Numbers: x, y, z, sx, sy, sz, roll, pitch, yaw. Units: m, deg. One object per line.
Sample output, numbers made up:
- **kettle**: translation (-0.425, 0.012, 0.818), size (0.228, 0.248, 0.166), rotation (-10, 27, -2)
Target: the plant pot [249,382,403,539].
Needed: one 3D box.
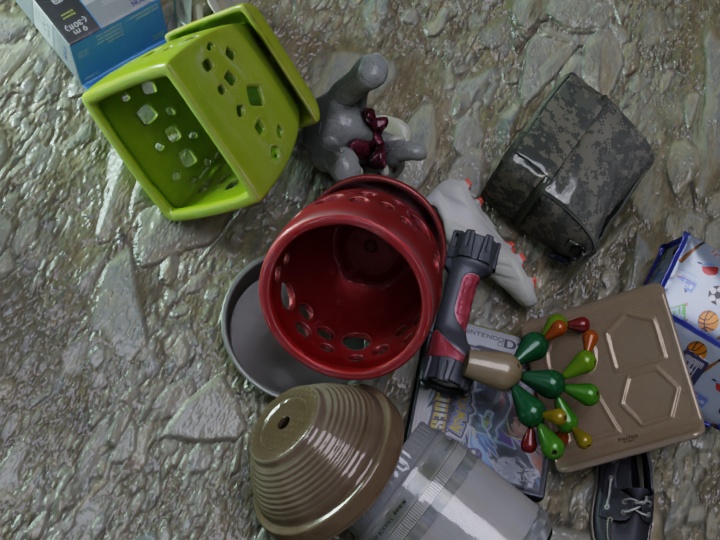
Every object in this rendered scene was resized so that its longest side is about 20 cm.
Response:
- **plant pot**: translation (-0.057, 0.194, 1.422), size (0.093, 0.200, 0.202), rotation (45, 59, -29)

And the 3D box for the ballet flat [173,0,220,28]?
- **ballet flat**: translation (-0.209, -0.301, 1.690), size (0.063, 0.067, 0.202), rotation (-20, 62, 24)

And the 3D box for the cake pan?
- **cake pan**: translation (-0.073, 0.071, 1.573), size (0.198, 0.037, 0.202), rotation (5, 65, -10)

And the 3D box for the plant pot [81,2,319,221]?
- **plant pot**: translation (-0.181, -0.200, 1.558), size (0.182, 0.198, 0.201), rotation (-51, 118, -33)

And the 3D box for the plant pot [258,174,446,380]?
- **plant pot**: translation (0.000, 0.000, 1.477), size (0.199, 0.202, 0.183), rotation (27, 24, 1)

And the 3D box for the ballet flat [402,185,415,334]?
- **ballet flat**: translation (0.063, -0.004, 1.622), size (0.072, 0.067, 0.202), rotation (22, 63, -48)

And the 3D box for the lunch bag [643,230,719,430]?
- **lunch bag**: translation (0.430, 0.080, 1.639), size (0.169, 0.124, 0.201), rotation (30, 78, 2)

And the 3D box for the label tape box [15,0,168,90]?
- **label tape box**: translation (-0.341, -0.334, 1.683), size (0.143, 0.066, 0.200), rotation (-34, 75, -24)

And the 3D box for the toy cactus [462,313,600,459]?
- **toy cactus**: translation (0.201, 0.128, 1.518), size (0.163, 0.102, 0.202), rotation (14, 62, -5)

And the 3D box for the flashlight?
- **flashlight**: translation (0.127, 0.052, 1.571), size (0.068, 0.068, 0.202), rotation (35, 64, -39)

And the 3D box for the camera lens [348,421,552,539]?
- **camera lens**: translation (0.103, 0.288, 1.445), size (0.199, 0.160, 0.160), rotation (38, 64, 6)

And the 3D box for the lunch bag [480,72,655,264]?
- **lunch bag**: translation (0.276, -0.127, 1.684), size (0.167, 0.140, 0.200), rotation (36, 64, 6)

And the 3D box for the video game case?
- **video game case**: translation (0.152, 0.166, 1.587), size (0.179, 0.026, 0.202), rotation (15, 64, -6)

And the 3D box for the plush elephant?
- **plush elephant**: translation (0.009, -0.158, 1.640), size (0.154, 0.199, 0.166), rotation (19, 75, -28)

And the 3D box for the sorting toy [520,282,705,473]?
- **sorting toy**: translation (0.305, 0.131, 1.567), size (0.184, 0.036, 0.202), rotation (-18, 67, 15)

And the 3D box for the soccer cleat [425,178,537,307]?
- **soccer cleat**: translation (0.154, -0.027, 1.659), size (0.077, 0.069, 0.201), rotation (-34, 78, -2)

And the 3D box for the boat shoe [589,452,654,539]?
- **boat shoe**: translation (0.320, 0.275, 1.554), size (0.072, 0.063, 0.202), rotation (7, 64, -8)
